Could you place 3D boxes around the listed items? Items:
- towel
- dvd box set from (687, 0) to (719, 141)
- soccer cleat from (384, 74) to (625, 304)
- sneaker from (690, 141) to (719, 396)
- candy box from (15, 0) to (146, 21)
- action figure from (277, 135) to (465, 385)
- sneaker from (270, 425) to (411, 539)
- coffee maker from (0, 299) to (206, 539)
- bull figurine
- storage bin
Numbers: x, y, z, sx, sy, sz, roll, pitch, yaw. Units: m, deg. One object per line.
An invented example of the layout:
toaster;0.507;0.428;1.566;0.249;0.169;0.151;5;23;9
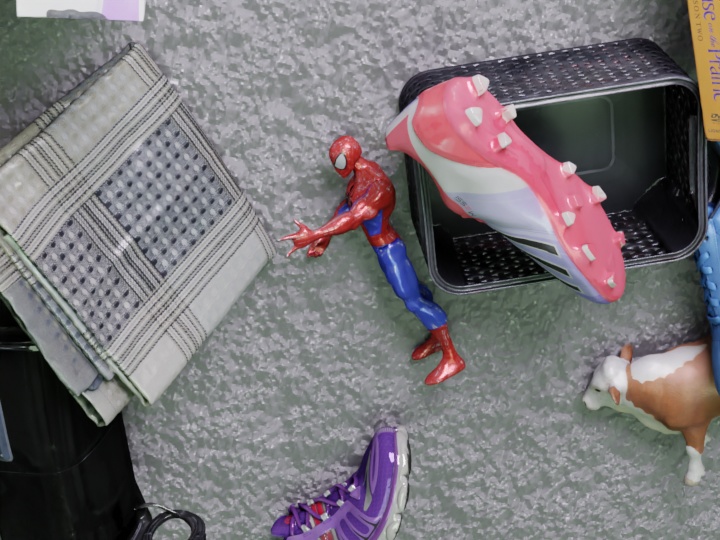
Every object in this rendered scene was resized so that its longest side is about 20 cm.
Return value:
towel;-0.158;-0.024;0.880;0.200;0.034;0.193;-49;121;-32
dvd box set;0.256;-0.206;0.857;0.029;0.146;0.202;9;126;39
soccer cleat;0.100;-0.046;0.855;0.076;0.067;0.200;-21;127;39
sneaker;0.269;-0.003;0.964;0.078;0.066;0.202;7;91;-9
candy box;-0.152;-0.250;0.745;0.071;0.200;0.169;2;116;-7
action figure;0.000;0.000;0.958;0.098;0.065;0.201;-23;116;-5
sneaker;-0.023;0.205;1.051;0.083;0.081;0.201;27;111;-12
coffee maker;-0.217;0.108;0.954;0.190;0.135;0.202;-6;115;-8
bull figurine;0.279;0.094;1.037;0.198;0.065;0.122;-22;120;7
storage bin;0.134;-0.074;0.923;0.198;0.094;0.136;-9;117;-1
